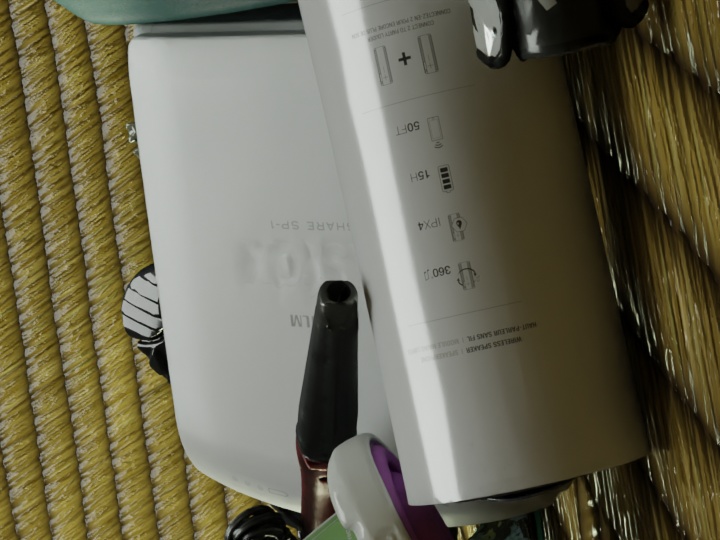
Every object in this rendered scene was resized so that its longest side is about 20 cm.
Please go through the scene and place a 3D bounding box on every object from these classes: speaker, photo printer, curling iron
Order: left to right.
[{"bbox_3d":[-0.020,0.067,0.730,0.026,0.049,0.200,56,152,24],"label":"curling iron"},{"bbox_3d":[0.000,0.000,0.782,0.069,0.165,0.201,-32,-60,-58],"label":"photo printer"},{"bbox_3d":[0.033,-0.028,0.662,0.081,0.081,0.201,126,131,-86],"label":"speaker"}]

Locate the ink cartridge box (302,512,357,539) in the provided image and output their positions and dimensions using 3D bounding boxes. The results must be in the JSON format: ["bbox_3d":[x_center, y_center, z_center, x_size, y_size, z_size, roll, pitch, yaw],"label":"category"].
[{"bbox_3d":[-0.022,0.184,0.799,0.145,0.200,0.048,37,-158,-36],"label":"ink cartridge box"}]

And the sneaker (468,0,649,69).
[{"bbox_3d":[0.050,-0.120,0.535,0.201,0.075,0.116,51,-157,-81],"label":"sneaker"}]

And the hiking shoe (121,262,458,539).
[{"bbox_3d":[-0.011,0.048,0.918,0.200,0.076,0.101,51,-130,-21],"label":"hiking shoe"}]

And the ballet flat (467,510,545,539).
[{"bbox_3d":[0.060,0.170,0.898,0.200,0.074,0.075,-101,5,-54],"label":"ballet flat"}]

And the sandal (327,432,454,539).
[{"bbox_3d":[0.059,0.137,0.683,0.203,0.050,0.082,56,-170,-1],"label":"sandal"}]

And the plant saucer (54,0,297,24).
[{"bbox_3d":[-0.036,-0.125,0.794,0.200,0.199,0.036,-111,11,-78],"label":"plant saucer"}]

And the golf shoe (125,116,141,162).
[{"bbox_3d":[-0.030,-0.013,1.018,0.097,0.078,0.201,-10,-106,-62],"label":"golf shoe"}]
